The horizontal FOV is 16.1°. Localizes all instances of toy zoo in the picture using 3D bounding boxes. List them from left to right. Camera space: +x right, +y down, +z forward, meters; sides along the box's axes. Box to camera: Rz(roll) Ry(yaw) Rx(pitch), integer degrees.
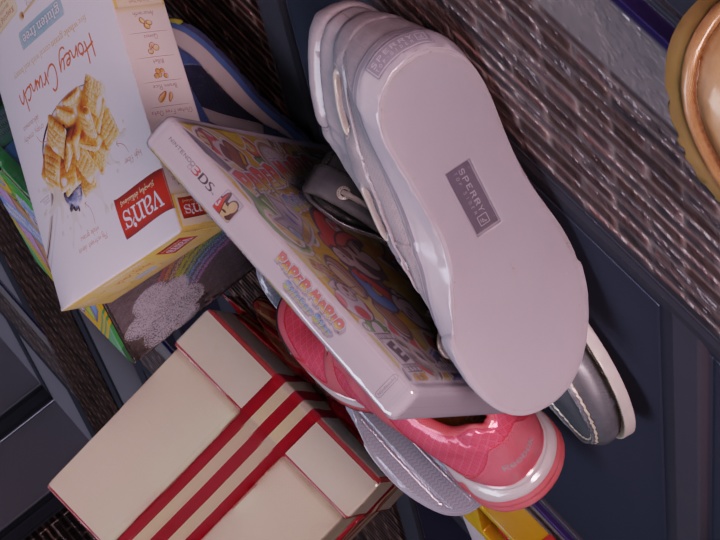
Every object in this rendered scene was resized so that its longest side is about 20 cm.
[{"bbox_3d":[0.122,0.201,1.598,0.200,0.020,0.131,45,166,26],"label":"toy zoo"}]

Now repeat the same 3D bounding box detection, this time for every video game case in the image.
[{"bbox_3d":[0.000,0.000,1.259,0.182,0.023,0.200,48,-164,17],"label":"video game case"}]

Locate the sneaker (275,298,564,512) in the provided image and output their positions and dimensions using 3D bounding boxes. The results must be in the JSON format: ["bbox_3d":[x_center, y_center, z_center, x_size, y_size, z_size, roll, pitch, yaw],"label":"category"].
[{"bbox_3d":[0.025,0.047,1.372,0.200,0.074,0.087,34,171,34],"label":"sneaker"}]

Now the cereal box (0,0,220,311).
[{"bbox_3d":[-0.146,-0.093,1.404,0.144,0.039,0.200,-31,72,52],"label":"cereal box"}]

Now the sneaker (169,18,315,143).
[{"bbox_3d":[-0.071,-0.053,1.431,0.200,0.082,0.074,43,163,28],"label":"sneaker"}]

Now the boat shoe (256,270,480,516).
[{"bbox_3d":[0.015,0.052,1.491,0.200,0.072,0.062,55,-168,2],"label":"boat shoe"}]

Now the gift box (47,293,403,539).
[{"bbox_3d":[-0.077,0.127,1.726,0.185,0.187,0.200,45,-174,4],"label":"gift box"}]

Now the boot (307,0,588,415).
[{"bbox_3d":[0.038,-0.033,1.153,0.096,0.073,0.200,43,158,58],"label":"boot"}]

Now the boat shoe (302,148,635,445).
[{"bbox_3d":[0.051,0.013,1.221,0.200,0.062,0.073,51,164,0],"label":"boat shoe"}]

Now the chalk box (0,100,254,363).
[{"bbox_3d":[-0.158,-0.062,1.622,0.124,0.124,0.200,44,164,32],"label":"chalk box"}]

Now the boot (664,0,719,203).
[{"bbox_3d":[0.190,0.000,0.696,0.175,0.066,0.200,45,174,-30],"label":"boot"}]
